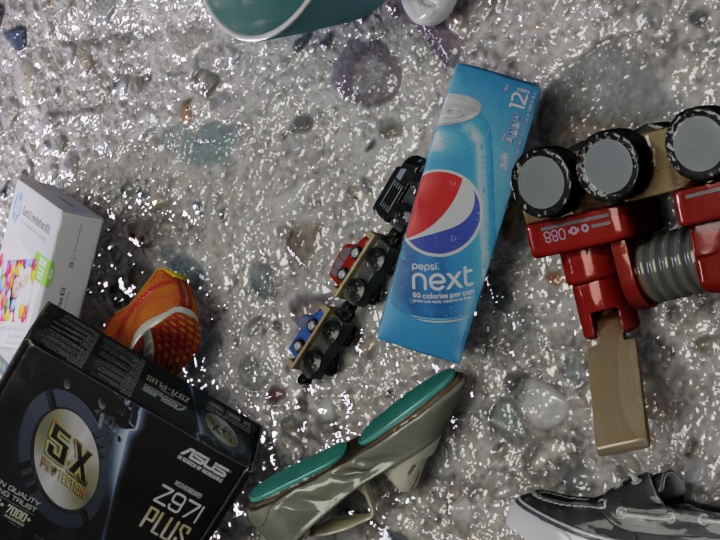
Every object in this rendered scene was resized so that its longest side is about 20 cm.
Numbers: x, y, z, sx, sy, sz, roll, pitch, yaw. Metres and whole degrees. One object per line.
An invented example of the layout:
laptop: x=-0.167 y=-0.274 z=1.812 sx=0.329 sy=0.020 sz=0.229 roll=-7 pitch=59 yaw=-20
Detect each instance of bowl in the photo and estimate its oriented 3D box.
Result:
bowl: x=-0.029 y=-0.264 z=1.295 sx=0.200 sy=0.104 sz=0.203 roll=-7 pitch=81 yaw=52

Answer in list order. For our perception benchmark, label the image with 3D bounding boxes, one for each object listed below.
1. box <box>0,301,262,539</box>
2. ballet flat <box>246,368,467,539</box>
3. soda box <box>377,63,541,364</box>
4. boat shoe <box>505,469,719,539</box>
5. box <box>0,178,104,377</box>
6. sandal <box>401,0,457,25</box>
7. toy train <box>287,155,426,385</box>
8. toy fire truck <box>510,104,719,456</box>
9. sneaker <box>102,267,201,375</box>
box: x=-0.202 y=0.151 z=1.353 sx=0.199 sy=0.086 sz=0.164 roll=31 pitch=107 yaw=-7
ballet flat: x=0.008 y=0.144 z=1.282 sx=0.199 sy=0.067 sz=0.064 roll=-33 pitch=98 yaw=16
soda box: x=0.069 y=-0.042 z=1.234 sx=0.064 sy=0.068 sz=0.202 roll=16 pitch=97 yaw=1
boat shoe: x=0.190 y=0.162 z=1.142 sx=0.199 sy=0.072 sz=0.068 roll=11 pitch=94 yaw=33
box: x=-0.276 y=0.035 z=1.466 sx=0.156 sy=0.041 sz=0.202 roll=28 pitch=104 yaw=63
sandal: x=0.086 y=-0.272 z=1.269 sx=0.083 sy=0.049 sz=0.203 roll=57 pitch=131 yaw=41
toy train: x=0.000 y=0.000 z=1.314 sx=0.046 sy=0.034 sz=0.201 roll=43 pitch=110 yaw=34
toy fire truck: x=0.196 y=0.004 z=1.131 sx=0.175 sy=0.128 sz=0.202 roll=-13 pitch=91 yaw=34
sneaker: x=-0.194 y=0.080 z=1.439 sx=0.200 sy=0.073 sz=0.077 roll=-44 pitch=37 yaw=25
